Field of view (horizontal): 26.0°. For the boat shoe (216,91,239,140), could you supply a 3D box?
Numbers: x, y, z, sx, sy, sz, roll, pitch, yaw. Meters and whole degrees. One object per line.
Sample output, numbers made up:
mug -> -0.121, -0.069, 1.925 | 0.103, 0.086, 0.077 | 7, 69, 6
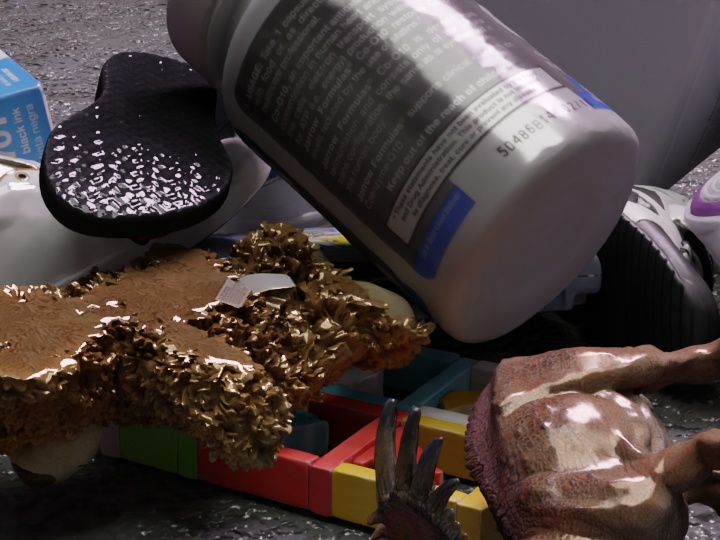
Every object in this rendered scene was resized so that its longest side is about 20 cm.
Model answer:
boat shoe -> -0.083, -0.061, 0.799 | 0.060, 0.200, 0.076 | 38, 7, -13

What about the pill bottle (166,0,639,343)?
pill bottle -> 0.012, -0.073, 0.672 | 0.113, 0.114, 0.200 | -18, 53, -45

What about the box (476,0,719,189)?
box -> 0.137, -0.178, 0.909 | 0.199, 0.200, 0.171 | 27, 28, 19

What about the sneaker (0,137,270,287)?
sneaker -> -0.130, -0.029, 0.704 | 0.199, 0.085, 0.073 | -31, 11, -29

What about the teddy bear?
teddy bear -> -0.067, 0.034, 0.595 | 0.144, 0.067, 0.200 | 23, 29, 28

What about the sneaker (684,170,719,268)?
sneaker -> 0.193, 0.008, 0.686 | 0.074, 0.100, 0.200 | -21, 20, 17

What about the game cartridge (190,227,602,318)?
game cartridge -> 0.000, 0.000, 0.756 | 0.198, 0.041, 0.133 | -3, 3, -15

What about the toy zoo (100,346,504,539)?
toy zoo -> 0.014, 0.063, 0.625 | 0.199, 0.021, 0.131 | 11, 20, 28

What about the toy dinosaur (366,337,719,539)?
toy dinosaur -> 0.062, 0.064, 0.505 | 0.134, 0.086, 0.200 | -1, 18, 10

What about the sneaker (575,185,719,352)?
sneaker -> 0.144, -0.008, 0.763 | 0.088, 0.075, 0.200 | -5, 19, -12

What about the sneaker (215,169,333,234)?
sneaker -> -0.089, -0.065, 0.901 | 0.199, 0.089, 0.075 | 15, 21, 37

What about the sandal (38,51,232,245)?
sandal -> -0.094, -0.046, 0.674 | 0.075, 0.045, 0.200 | 16, 21, -7

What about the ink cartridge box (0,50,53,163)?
ink cartridge box -> -0.257, -0.041, 0.768 | 0.199, 0.086, 0.146 | -18, 24, -20
